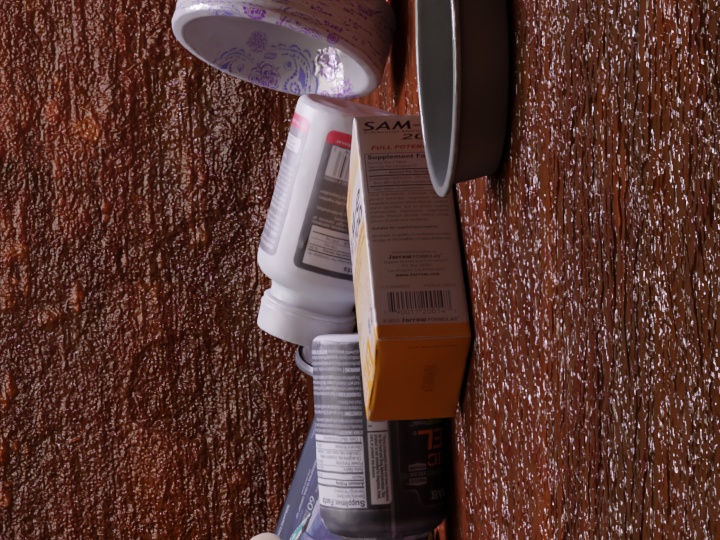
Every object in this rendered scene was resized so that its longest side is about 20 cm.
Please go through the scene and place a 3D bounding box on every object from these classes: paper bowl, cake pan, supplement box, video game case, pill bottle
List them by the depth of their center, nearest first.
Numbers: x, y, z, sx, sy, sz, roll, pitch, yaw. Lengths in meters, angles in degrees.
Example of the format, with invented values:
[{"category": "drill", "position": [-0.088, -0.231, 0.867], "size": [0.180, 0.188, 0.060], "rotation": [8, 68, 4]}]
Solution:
[{"category": "cake pan", "position": [0.064, -0.148, 1.267], "size": [0.200, 0.037, 0.201], "rotation": [177, 90, -85]}, {"category": "supplement box", "position": [0.033, -0.003, 1.507], "size": [0.126, 0.073, 0.201], "rotation": [95, 171, -57]}, {"category": "pill bottle", "position": [0.017, 0.151, 1.609], "size": [0.106, 0.106, 0.201], "rotation": [175, 92, -85]}, {"category": "pill bottle", "position": [-0.024, -0.039, 1.666], "size": [0.111, 0.110, 0.201], "rotation": [-113, 38, -77]}, {"category": "paper bowl", "position": [-0.066, -0.241, 1.816], "size": [0.201, 0.200, 0.105], "rotation": [110, 176, -78]}, {"category": "video game case", "position": [-0.013, 0.224, 1.821], "size": [0.200, 0.019, 0.143], "rotation": [28, 101, 60]}]

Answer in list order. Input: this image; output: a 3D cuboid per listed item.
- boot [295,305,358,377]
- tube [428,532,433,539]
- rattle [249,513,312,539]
[{"category": "boot", "position": [0.000, 0.000, 1.771], "size": [0.200, 0.069, 0.175], "rotation": [-101, 30, -66]}, {"category": "tube", "position": [0.050, 0.313, 1.667], "size": [0.058, 0.052, 0.201], "rotation": [23, -130, -51]}, {"category": "rattle", "position": [-0.100, 0.302, 1.793], "size": [0.200, 0.142, 0.131], "rotation": [125, 137, -70]}]
